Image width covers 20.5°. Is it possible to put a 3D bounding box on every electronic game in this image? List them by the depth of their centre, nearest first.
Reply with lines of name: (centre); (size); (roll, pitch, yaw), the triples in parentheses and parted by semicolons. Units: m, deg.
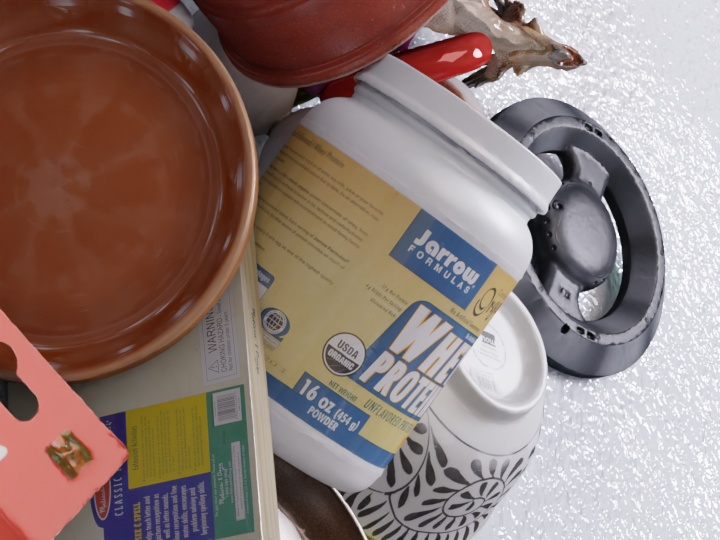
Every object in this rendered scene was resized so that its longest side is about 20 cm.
electronic game: (0.145, -0.023, 1.379); (0.200, 0.042, 0.201); (18, 63, -39)

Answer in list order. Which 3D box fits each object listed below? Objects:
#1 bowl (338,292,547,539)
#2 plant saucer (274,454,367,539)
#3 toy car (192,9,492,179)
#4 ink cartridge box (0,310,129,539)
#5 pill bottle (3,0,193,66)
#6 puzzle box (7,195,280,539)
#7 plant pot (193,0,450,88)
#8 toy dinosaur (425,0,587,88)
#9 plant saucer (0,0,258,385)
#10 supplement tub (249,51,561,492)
bowl: (0.048, 0.059, 1.183); (0.200, 0.094, 0.201); (26, 50, -35)
plant saucer: (-0.064, 0.177, 1.039); (0.200, 0.032, 0.201); (25, 51, -35)
toy car: (0.002, -0.121, 1.184); (0.200, 0.150, 0.175); (52, 39, 7)
ink cartridge box: (-0.209, 0.092, 0.871); (0.163, 0.057, 0.200); (50, 65, -13)
pill bottle: (-0.189, -0.176, 1.052); (0.200, 0.111, 0.111); (52, 40, -11)
puzzle box: (-0.111, 0.057, 0.984); (0.025, 0.133, 0.201); (48, 32, -59)
plant pot: (-0.053, -0.233, 1.033); (0.195, 0.200, 0.201); (42, 41, -40)
toy dinosaur: (0.054, -0.196, 1.361); (0.135, 0.086, 0.200); (10, 44, -56)
plant saucer: (-0.149, -0.042, 0.980); (0.032, 0.200, 0.201); (68, 3, -78)
supplement tub: (0.000, 0.000, 1.056); (0.145, 0.200, 0.145); (35, 1, -1)
